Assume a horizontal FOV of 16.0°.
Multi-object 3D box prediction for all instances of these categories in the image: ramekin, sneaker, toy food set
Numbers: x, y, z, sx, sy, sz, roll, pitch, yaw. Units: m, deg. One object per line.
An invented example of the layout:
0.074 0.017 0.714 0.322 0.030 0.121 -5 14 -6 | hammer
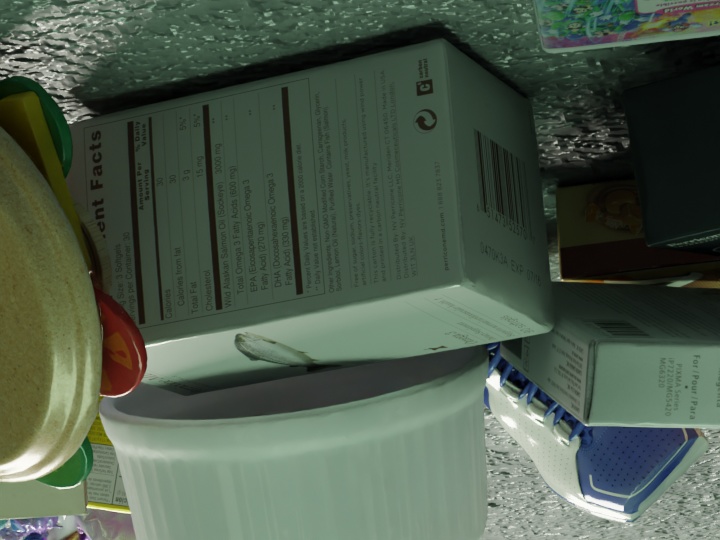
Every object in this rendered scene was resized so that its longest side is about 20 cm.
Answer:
-0.028 0.099 1.300 0.199 0.098 0.200 -7 -172 1 | ramekin
0.087 0.049 1.384 0.081 0.199 0.115 -47 142 0 | sneaker
-0.178 0.007 1.162 0.197 0.201 0.049 -4 -164 45 | toy food set

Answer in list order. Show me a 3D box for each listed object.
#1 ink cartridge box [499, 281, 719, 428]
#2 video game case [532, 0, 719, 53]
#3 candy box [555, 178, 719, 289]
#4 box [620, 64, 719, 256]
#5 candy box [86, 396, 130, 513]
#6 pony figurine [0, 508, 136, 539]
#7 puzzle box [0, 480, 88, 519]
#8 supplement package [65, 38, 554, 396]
0.171 0.039 1.235 0.173 0.044 0.200 2 -173 -9 | ink cartridge box
0.163 -0.139 1.016 0.199 0.024 0.182 -6 163 6 | video game case
0.180 0.002 1.407 0.115 0.056 0.200 -7 161 12 | candy box
0.239 -0.062 1.148 0.199 0.079 0.141 -14 168 31 | box
-0.174 0.083 1.478 0.199 0.103 0.026 9 -166 -8 | candy box
-0.161 0.117 1.588 0.192 0.167 0.200 -7 141 9 | pony figurine
-0.257 0.076 1.443 0.199 0.134 0.025 -2 -168 -2 | puzzle box
-0.025 -0.020 1.192 0.199 0.118 0.117 -11 165 23 | supplement package
